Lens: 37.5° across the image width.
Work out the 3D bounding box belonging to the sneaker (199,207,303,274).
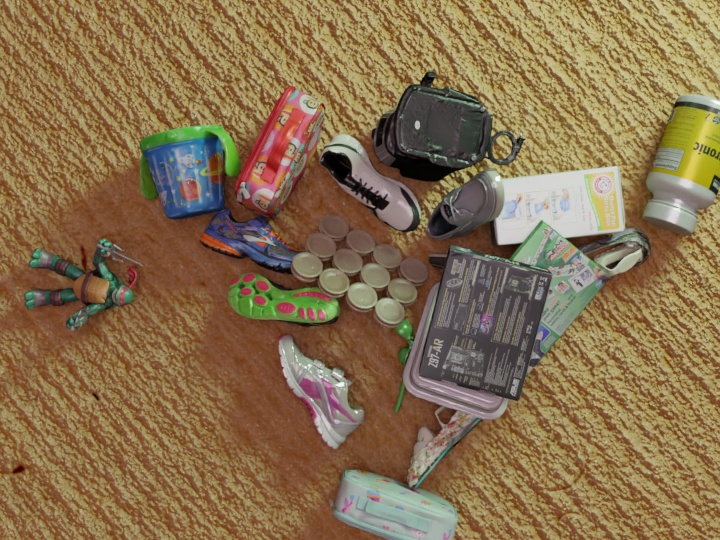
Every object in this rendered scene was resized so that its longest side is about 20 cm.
[{"bbox_3d":[-0.158,-0.048,1.710,0.198,0.075,0.079,18,86,1],"label":"sneaker"}]

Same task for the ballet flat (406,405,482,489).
[{"bbox_3d":[0.133,0.258,1.692,0.064,0.076,0.200,43,81,12],"label":"ballet flat"}]

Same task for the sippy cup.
[{"bbox_3d":[-0.273,-0.152,1.685,0.138,0.178,0.132,-10,90,-20],"label":"sippy cup"}]

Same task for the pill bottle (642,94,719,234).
[{"bbox_3d":[0.516,-0.164,1.664,0.110,0.111,0.202,21,90,3],"label":"pill bottle"}]

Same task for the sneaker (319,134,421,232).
[{"bbox_3d":[0.011,-0.130,1.692,0.200,0.080,0.074,42,118,6],"label":"sneaker"}]

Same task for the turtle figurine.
[{"bbox_3d":[-0.440,0.028,1.706,0.198,0.101,0.151,8,74,18],"label":"turtle figurine"}]

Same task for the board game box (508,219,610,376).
[{"bbox_3d":[0.265,0.043,1.617,0.134,0.029,0.200,39,100,-2],"label":"board game box"}]

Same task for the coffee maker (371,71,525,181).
[{"bbox_3d":[0.123,-0.196,1.634,0.191,0.200,0.135,35,86,-6],"label":"coffee maker"}]

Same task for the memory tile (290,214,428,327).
[{"bbox_3d":[0.000,0.000,1.685,0.199,0.017,0.154,29,49,3],"label":"memory tile"}]

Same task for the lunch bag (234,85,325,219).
[{"bbox_3d":[-0.124,-0.183,1.658,0.081,0.176,0.201,27,86,-1],"label":"lunch bag"}]

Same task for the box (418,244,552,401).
[{"bbox_3d":[0.186,0.079,1.592,0.159,0.044,0.202,13,100,2],"label":"box"}]

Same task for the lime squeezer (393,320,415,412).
[{"bbox_3d":[0.057,0.125,1.711,0.070,0.038,0.202,-17,88,2],"label":"lime squeezer"}]

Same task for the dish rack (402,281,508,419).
[{"bbox_3d":[0.171,0.118,1.673,0.170,0.044,0.202,18,69,4],"label":"dish rack"}]

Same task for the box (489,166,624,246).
[{"bbox_3d":[0.304,-0.099,1.669,0.198,0.112,0.102,-6,90,4],"label":"box"}]

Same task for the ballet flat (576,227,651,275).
[{"bbox_3d":[0.370,-0.008,1.680,0.199,0.072,0.073,-23,87,1],"label":"ballet flat"}]

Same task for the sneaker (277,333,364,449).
[{"bbox_3d":[-0.062,0.182,1.699,0.088,0.081,0.201,-32,95,0],"label":"sneaker"}]

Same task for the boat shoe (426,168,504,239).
[{"bbox_3d":[0.157,-0.092,1.630,0.071,0.201,0.071,-17,78,-22],"label":"boat shoe"}]

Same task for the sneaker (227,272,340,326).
[{"bbox_3d":[-0.124,0.057,1.703,0.198,0.084,0.077,13,74,20],"label":"sneaker"}]

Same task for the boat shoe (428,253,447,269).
[{"bbox_3d":[0.200,0.011,1.681,0.198,0.067,0.058,9,90,17],"label":"boat shoe"}]

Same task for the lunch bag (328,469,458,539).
[{"bbox_3d":[0.050,0.374,1.643,0.198,0.160,0.078,18,89,2],"label":"lunch bag"}]
